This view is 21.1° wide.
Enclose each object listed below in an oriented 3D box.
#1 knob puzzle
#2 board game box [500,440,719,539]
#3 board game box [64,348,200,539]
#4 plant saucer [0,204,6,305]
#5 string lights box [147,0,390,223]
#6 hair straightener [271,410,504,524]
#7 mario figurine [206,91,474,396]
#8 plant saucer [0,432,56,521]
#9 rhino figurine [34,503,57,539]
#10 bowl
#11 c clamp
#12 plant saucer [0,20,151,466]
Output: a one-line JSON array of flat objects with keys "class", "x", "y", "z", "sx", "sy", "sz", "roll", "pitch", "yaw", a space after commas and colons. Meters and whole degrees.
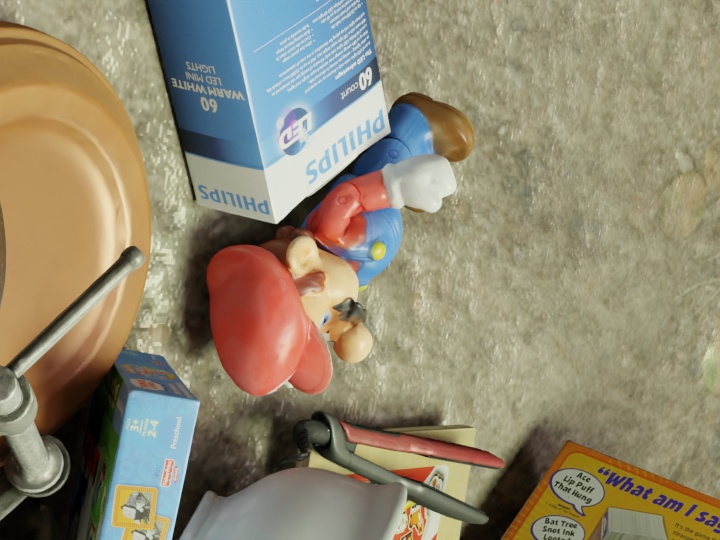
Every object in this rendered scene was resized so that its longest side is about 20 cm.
[{"class": "knob puzzle", "x": -0.004, "y": 0.191, "z": 1.168, "sx": 0.219, "sy": 0.030, "sz": 0.220, "roll": -24, "pitch": 120, "yaw": -50}, {"class": "board game box", "x": 0.183, "y": 0.277, "z": 1.288, "sx": 0.200, "sy": 0.200, "sz": 0.200, "roll": -51, "pitch": 147, "yaw": -32}, {"class": "board game box", "x": -0.118, "y": 0.144, "z": 0.902, "sx": 0.037, "sy": 0.151, "sz": 0.200, "roll": 10, "pitch": 92, "yaw": -13}, {"class": "plant saucer", "x": -0.216, "y": -0.024, "z": 0.690, "sx": 0.200, "sy": 0.034, "sz": 0.201, "roll": 14, "pitch": 62, "yaw": -28}, {"class": "string lights box", "x": -0.050, "y": -0.137, "z": 0.965, "sx": 0.103, "sy": 0.059, "sz": 0.200, "roll": -41, "pitch": 132, "yaw": -40}, {"class": "hair straightener", "x": 0.014, "y": 0.129, "z": 1.108, "sx": 0.200, "sy": 0.041, "sz": 0.077, "roll": 20, "pitch": 84, "yaw": -55}, {"class": "mario figurine", "x": 0.000, "y": 0.000, "z": 1.045, "sx": 0.200, "sy": 0.106, "sz": 0.124, "roll": -51, "pitch": 140, "yaw": -35}, {"class": "plant saucer", "x": -0.196, "y": 0.047, "z": 0.851, "sx": 0.200, "sy": 0.029, "sz": 0.201, "roll": -21, "pitch": 117, "yaw": -50}, {"class": "rhino figurine", "x": -0.187, "y": 0.195, "z": 0.867, "sx": 0.087, "sy": 0.060, "sz": 0.200, "roll": 33, "pitch": 84, "yaw": -54}, {"class": "bowl", "x": -0.063, "y": 0.175, "z": 0.985, "sx": 0.201, "sy": 0.090, "sz": 0.201, "roll": -59, "pitch": -178, "yaw": 3}, {"class": "c clamp", "x": -0.152, "y": 0.081, "z": 0.765, "sx": 0.171, "sy": 0.027, "sz": 0.200, "roll": -39, "pitch": 171, "yaw": -19}, {"class": "plant saucer", "x": -0.156, "y": -0.006, "z": 0.833, "sx": 0.200, "sy": 0.037, "sz": 0.201, "roll": -24, "pitch": 121, "yaw": -50}]
